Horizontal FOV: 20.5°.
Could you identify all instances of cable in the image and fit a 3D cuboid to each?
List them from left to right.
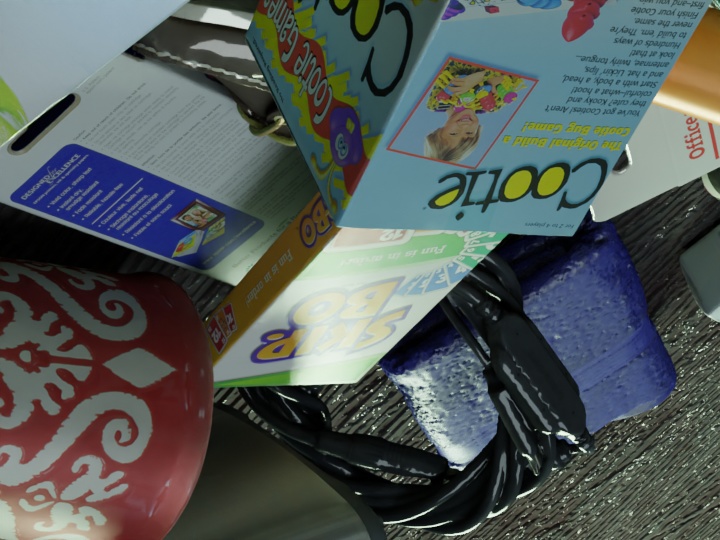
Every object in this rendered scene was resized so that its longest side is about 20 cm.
[{"bbox_3d":[0.015,0.047,0.996,0.163,0.051,0.200,-23,118,34],"label":"cable"}]

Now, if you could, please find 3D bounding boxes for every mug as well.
[{"bbox_3d":[-0.193,0.065,0.866,0.199,0.134,0.178,13,131,-40],"label":"mug"}]

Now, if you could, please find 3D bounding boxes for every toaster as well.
[{"bbox_3d":[-0.087,0.145,0.994,0.129,0.200,0.114,-17,122,-35],"label":"toaster"}]

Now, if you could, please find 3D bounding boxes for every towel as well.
[{"bbox_3d":[0.093,0.048,1.110,0.147,0.050,0.200,-32,148,0],"label":"towel"}]

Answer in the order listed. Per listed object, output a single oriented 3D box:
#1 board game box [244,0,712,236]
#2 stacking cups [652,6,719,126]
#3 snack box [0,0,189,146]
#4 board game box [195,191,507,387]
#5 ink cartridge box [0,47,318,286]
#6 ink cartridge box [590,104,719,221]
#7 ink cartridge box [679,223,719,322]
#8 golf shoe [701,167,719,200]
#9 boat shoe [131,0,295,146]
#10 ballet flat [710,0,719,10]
[{"bbox_3d":[0.053,-0.120,0.659,0.104,0.103,0.200,2,134,-31],"label":"board game box"},{"bbox_3d":[0.098,-0.095,0.796,0.199,0.061,0.061,20,136,-7],"label":"stacking cups"},{"bbox_3d":[-0.118,-0.143,0.604,0.200,0.068,0.169,-36,118,16],"label":"snack box"},{"bbox_3d":[0.000,0.000,0.874,0.095,0.030,0.200,1,149,-38],"label":"board game box"},{"bbox_3d":[-0.082,-0.050,0.856,0.095,0.037,0.200,-38,148,23],"label":"ink cartridge box"},{"bbox_3d":[0.174,-0.113,0.899,0.199,0.068,0.115,-26,148,2],"label":"ink cartridge box"},{"bbox_3d":[0.301,-0.030,1.125,0.200,0.047,0.160,-39,145,26],"label":"ink cartridge box"},{"bbox_3d":[0.258,-0.094,1.000,0.199,0.077,0.088,-25,176,-7],"label":"golf shoe"},{"bbox_3d":[-0.014,-0.078,0.815,0.199,0.072,0.060,5,112,-45],"label":"boat shoe"},{"bbox_3d":[0.121,-0.177,0.770,0.069,0.070,0.200,-28,140,7],"label":"ballet flat"}]
